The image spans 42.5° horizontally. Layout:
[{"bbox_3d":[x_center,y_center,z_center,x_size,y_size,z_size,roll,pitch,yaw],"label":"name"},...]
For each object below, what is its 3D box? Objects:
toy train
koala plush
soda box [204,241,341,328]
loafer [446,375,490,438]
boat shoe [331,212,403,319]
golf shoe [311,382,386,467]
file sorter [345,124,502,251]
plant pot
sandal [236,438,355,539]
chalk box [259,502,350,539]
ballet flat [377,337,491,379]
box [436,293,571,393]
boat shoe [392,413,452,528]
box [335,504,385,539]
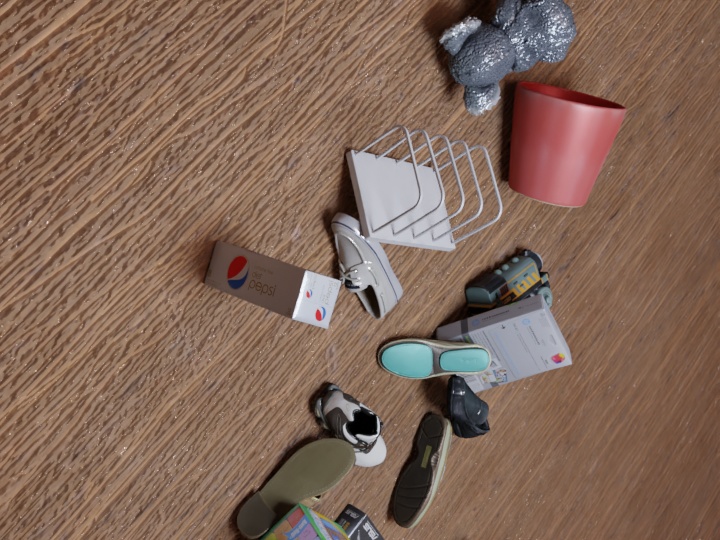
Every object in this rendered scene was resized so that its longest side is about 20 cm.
[{"bbox_3d":[0.273,0.044,1.682,0.198,0.084,0.116,-32,113,-33],"label":"toy train"},{"bbox_3d":[0.217,-0.360,1.460,0.198,0.183,0.180,-34,124,-17],"label":"koala plush"},{"bbox_3d":[-0.118,0.016,1.208,0.067,0.198,0.065,18,89,-45],"label":"soda box"},{"bbox_3d":[0.190,0.238,1.620,0.202,0.069,0.069,68,24,-56],"label":"loafer"},{"bbox_3d":[0.000,0.000,1.414,0.070,0.070,0.201,-53,138,-22],"label":"boat shoe"},{"bbox_3d":[0.001,0.264,1.470,0.078,0.093,0.201,-55,134,-18],"label":"golf shoe"},{"bbox_3d":[0.099,-0.126,1.393,0.197,0.124,0.142,5,65,-44],"label":"file sorter"},{"bbox_3d":[0.345,-0.217,1.609,0.198,0.199,0.181,-6,115,-42],"label":"plant pot"},{"bbox_3d":[-0.101,0.338,1.426,0.210,0.078,0.070,-35,162,-20],"label":"sandal"},{"bbox_3d":[-0.083,0.441,1.371,0.124,0.124,0.200,-40,144,-1],"label":"chalk box"},{"bbox_3d":[0.121,0.145,1.557,0.195,0.070,0.071,5,100,-10],"label":"ballet flat"},{"bbox_3d":[0.250,0.132,1.615,0.157,0.196,0.042,54,26,-37],"label":"box"},{"bbox_3d":[0.121,0.359,1.635,0.076,0.071,0.204,34,77,-55],"label":"boat shoe"},{"bbox_3d":[-0.012,0.518,1.562,0.159,0.048,0.202,-48,130,-24],"label":"box"}]
